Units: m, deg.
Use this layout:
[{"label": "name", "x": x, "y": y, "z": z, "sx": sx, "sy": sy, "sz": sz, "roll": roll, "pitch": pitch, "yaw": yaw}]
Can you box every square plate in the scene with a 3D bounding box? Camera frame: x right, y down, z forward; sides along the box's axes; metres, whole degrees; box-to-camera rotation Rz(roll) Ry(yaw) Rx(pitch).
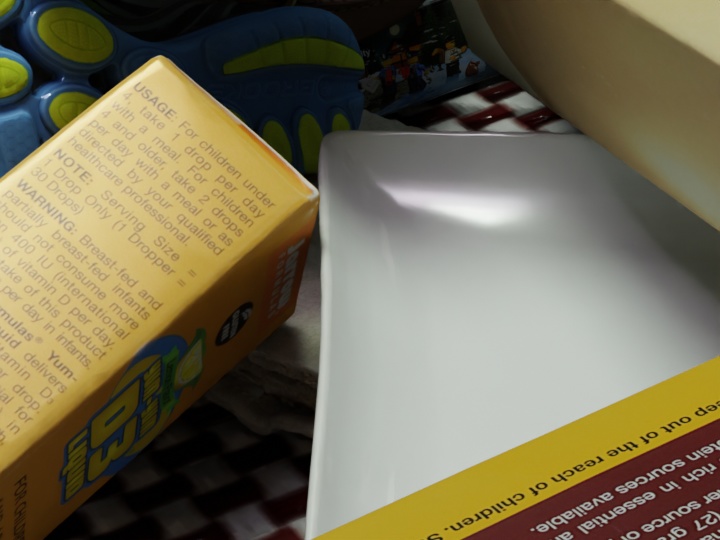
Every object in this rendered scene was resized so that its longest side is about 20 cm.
[{"label": "square plate", "x": 0.086, "y": 0.028, "z": 0.692, "sx": 0.197, "sy": 0.029, "sz": 0.200, "roll": 1, "pitch": 35, "yaw": 0}]

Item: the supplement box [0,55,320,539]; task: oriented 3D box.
[{"label": "supplement box", "x": -0.100, "y": 0.034, "z": 0.693, "sx": 0.069, "sy": 0.067, "sz": 0.200, "roll": 38, "pitch": 62, "yaw": 14}]

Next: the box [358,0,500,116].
[{"label": "box", "x": -0.048, "y": -0.101, "z": 1.022, "sx": 0.136, "sy": 0.038, "sz": 0.200, "roll": -20, "pitch": 29, "yaw": -18}]

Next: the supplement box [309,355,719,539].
[{"label": "supplement box", "x": 0.071, "y": 0.129, "z": 0.437, "sx": 0.197, "sy": 0.133, "sz": 0.200, "roll": -22, "pitch": 29, "yaw": -22}]

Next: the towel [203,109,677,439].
[{"label": "towel", "x": 0.000, "y": 0.000, "z": 0.819, "sx": 0.132, "sy": 0.035, "sz": 0.200, "roll": -26, "pitch": 30, "yaw": -29}]

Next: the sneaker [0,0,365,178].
[{"label": "sneaker", "x": -0.088, "y": -0.054, "z": 0.813, "sx": 0.199, "sy": 0.071, "sz": 0.083, "roll": -2, "pitch": 4, "yaw": -45}]

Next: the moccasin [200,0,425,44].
[{"label": "moccasin", "x": -0.063, "y": -0.117, "z": 0.895, "sx": 0.201, "sy": 0.078, "sz": 0.074, "roll": 4, "pitch": 47, "yaw": -19}]

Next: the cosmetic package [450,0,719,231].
[{"label": "cosmetic package", "x": 0.106, "y": -0.078, "z": 0.725, "sx": 0.105, "sy": 0.071, "sz": 0.200, "roll": -32, "pitch": 34, "yaw": -12}]
